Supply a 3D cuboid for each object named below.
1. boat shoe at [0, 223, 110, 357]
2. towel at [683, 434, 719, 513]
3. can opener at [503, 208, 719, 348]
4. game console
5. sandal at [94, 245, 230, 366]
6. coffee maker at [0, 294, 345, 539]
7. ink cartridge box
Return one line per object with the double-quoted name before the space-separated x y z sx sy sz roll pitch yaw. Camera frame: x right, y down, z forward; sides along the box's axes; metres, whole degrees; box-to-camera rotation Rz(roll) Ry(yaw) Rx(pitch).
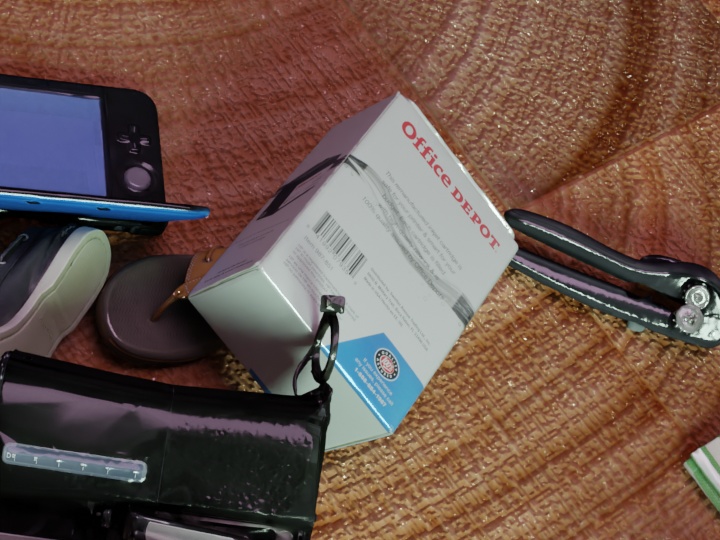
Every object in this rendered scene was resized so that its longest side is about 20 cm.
"boat shoe" -0.238 0.040 1.165 0.066 0.075 0.200 17 56 23
"towel" 0.349 0.159 1.382 0.200 0.023 0.153 -25 72 -36
"can opener" 0.192 0.008 1.395 0.199 0.079 0.064 17 92 -10
"game console" -0.214 -0.087 1.225 0.199 0.118 0.171 5 57 -22
"sandal" -0.084 0.017 1.254 0.199 0.055 0.082 -1 61 -26
"coffee maker" -0.126 0.104 1.107 0.199 0.135 0.193 11 64 -8
"ink cartridge box" 0.000 0.000 1.244 0.145 0.084 0.200 51 49 -16
